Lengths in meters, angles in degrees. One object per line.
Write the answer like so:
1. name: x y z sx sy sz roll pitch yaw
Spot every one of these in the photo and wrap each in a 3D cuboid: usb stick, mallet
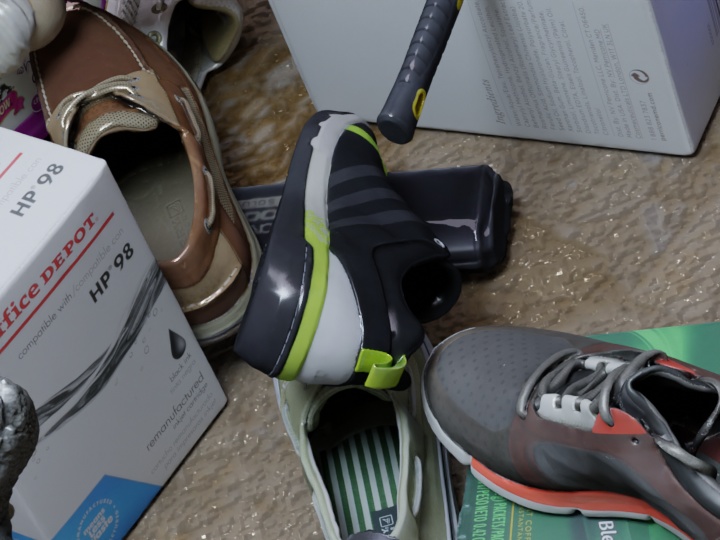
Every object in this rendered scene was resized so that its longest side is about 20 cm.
1. usb stick: -0.029 -0.016 1.132 0.200 0.033 0.055 -5 56 18
2. mallet: 0.043 -0.146 1.047 0.041 0.066 0.200 7 53 25

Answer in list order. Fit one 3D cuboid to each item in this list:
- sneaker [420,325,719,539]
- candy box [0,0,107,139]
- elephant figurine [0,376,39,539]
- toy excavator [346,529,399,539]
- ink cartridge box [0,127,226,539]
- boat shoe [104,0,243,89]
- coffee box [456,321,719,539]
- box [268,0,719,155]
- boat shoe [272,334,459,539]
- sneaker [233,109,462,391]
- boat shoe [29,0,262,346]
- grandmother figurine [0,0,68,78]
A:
1. sneaker: 0.103 0.051 0.917 0.200 0.082 0.077 20 61 35
2. candy box: -0.241 -0.112 1.268 0.200 0.061 0.136 17 44 34
3. elephant figurine: -0.146 0.149 0.858 0.200 0.155 0.142 -25 32 49
4. toy excavator: -0.036 0.170 0.926 0.194 0.200 0.100 35 59 -4
5. ink cartridge box: -0.141 0.026 1.019 0.067 0.200 0.116 18 58 33
6. boat shoe: -0.089 -0.127 1.236 0.069 0.071 0.200 2 59 23
7. coffee box: 0.141 0.076 0.968 0.200 0.044 0.123 -5 48 18
8. box: 0.078 -0.151 1.160 0.200 0.106 0.152 8 53 27
9. boat shoe: 0.003 0.061 1.025 0.072 0.062 0.200 -22 44 2
10. sneaker: 0.000 0.000 1.028 0.083 0.072 0.200 18 28 -3
11. boat shoe: -0.102 -0.058 1.119 0.076 0.072 0.200 -33 56 0
12. grandmother figurine: -0.105 -0.159 1.139 0.200 0.061 0.121 -37 7 -4
